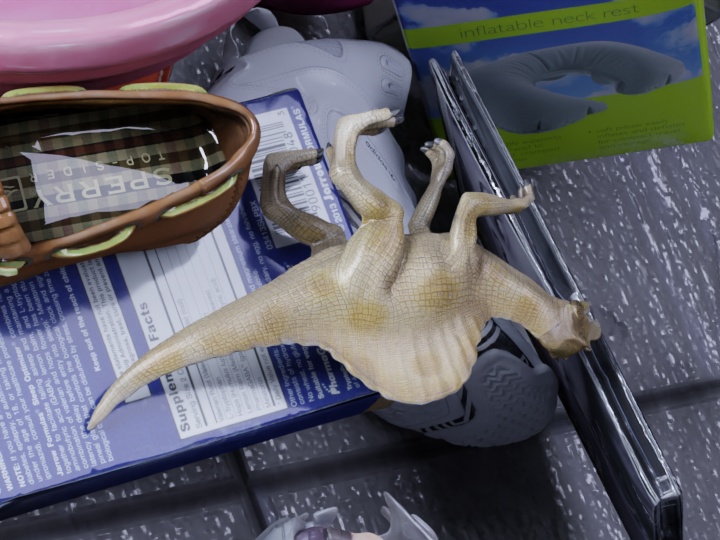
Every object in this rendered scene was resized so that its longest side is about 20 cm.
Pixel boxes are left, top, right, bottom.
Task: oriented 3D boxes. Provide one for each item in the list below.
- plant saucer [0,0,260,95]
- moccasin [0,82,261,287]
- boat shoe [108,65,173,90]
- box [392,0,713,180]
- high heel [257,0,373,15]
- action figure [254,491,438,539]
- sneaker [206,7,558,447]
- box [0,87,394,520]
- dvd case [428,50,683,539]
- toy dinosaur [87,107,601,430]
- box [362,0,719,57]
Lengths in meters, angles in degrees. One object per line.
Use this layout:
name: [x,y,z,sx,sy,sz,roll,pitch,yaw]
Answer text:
plant saucer: [-0.117,-0.129,1.025,0.200,0.051,0.201,2,44,-2]
moccasin: [-0.129,-0.024,0.944,0.201,0.078,0.074,-5,74,-22]
boat shoe: [-0.093,-0.140,1.116,0.071,0.063,0.200,24,52,-38]
box: [0.077,-0.109,1.157,0.200,0.122,0.048,68,15,-62]
high heel: [-0.041,-0.204,1.205,0.096,0.067,0.200,8,76,-34]
action figure: [-0.015,0.135,1.003,0.200,0.069,0.130,2,31,-45]
sneaker: [0.009,-0.020,1.138,0.200,0.075,0.115,36,48,-22]
box: [-0.093,0.015,1.006,0.200,0.032,0.121,-15,77,-26]
dvd case: [0.079,0.024,1.140,0.149,0.016,0.200,70,-5,-70]
toy dinosaur: [0.000,0.000,0.998,0.200,0.058,0.101,-5,75,-23]
box: [0.071,-0.193,1.285,0.128,0.109,0.200,18,54,-41]
